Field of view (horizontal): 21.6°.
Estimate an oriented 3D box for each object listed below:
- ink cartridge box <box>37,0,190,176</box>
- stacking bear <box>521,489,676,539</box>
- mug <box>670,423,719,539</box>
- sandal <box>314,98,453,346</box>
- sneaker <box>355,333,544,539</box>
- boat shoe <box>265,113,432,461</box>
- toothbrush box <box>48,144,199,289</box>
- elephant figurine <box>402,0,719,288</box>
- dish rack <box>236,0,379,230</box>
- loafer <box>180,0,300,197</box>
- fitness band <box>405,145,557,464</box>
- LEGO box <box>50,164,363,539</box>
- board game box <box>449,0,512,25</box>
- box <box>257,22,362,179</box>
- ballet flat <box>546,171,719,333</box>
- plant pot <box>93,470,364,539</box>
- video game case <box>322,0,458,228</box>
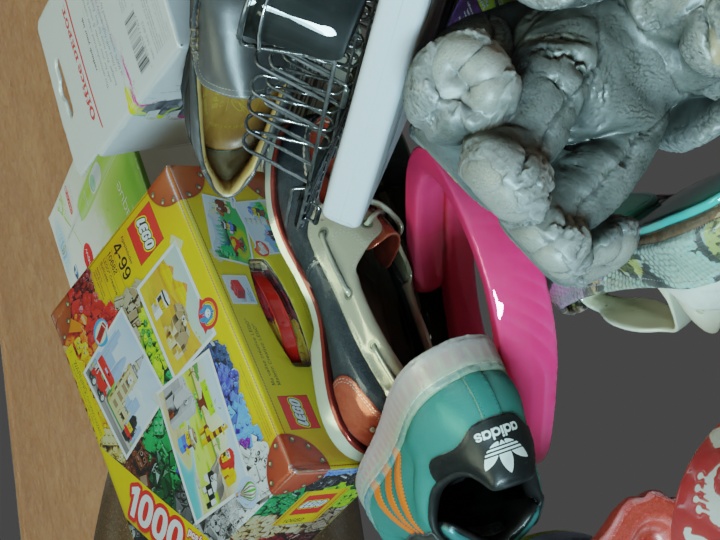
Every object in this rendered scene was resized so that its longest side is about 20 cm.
[{"bbox_3d":[-0.128,-0.147,1.141,0.200,0.067,0.116,-38,66,59],"label":"ink cartridge box"},{"bbox_3d":[0.090,0.183,0.972,0.115,0.121,0.200,67,161,-2],"label":"stacking bear"},{"bbox_3d":[0.228,0.103,0.700,0.134,0.178,0.200,49,167,-23],"label":"mug"},{"bbox_3d":[0.013,-0.001,1.102,0.057,0.079,0.203,116,145,-74],"label":"sandal"},{"bbox_3d":[0.045,0.112,0.932,0.201,0.071,0.080,95,153,-61],"label":"sneaker"},{"bbox_3d":[0.000,0.000,1.018,0.062,0.071,0.202,-32,60,38],"label":"boat shoe"},{"bbox_3d":[-0.149,-0.030,1.374,0.200,0.085,0.147,-54,52,56],"label":"toothbrush box"},{"bbox_3d":[0.120,-0.098,0.785,0.155,0.200,0.141,47,-178,22],"label":"elephant figurine"},{"bbox_3d":[-0.012,-0.119,0.893,0.200,0.054,0.154,106,-173,-62],"label":"dish rack"},{"bbox_3d":[-0.056,-0.118,0.976,0.201,0.072,0.073,99,169,-57],"label":"loafer"},{"bbox_3d":[0.063,0.019,0.978,0.201,0.037,0.144,85,165,-53],"label":"fitness band"},{"bbox_3d":[-0.084,0.066,1.081,0.149,0.077,0.201,-47,56,36],"label":"LEGO box"},{"bbox_3d":[0.054,-0.174,1.003,0.120,0.032,0.202,-50,54,50],"label":"board game box"},{"bbox_3d":[-0.042,-0.115,1.149,0.068,0.081,0.202,-7,94,62],"label":"box"},{"bbox_3d":[0.140,-0.006,0.866,0.072,0.069,0.200,64,158,-8],"label":"ballet flat"},{"bbox_3d":[-0.082,0.117,1.226,0.186,0.185,0.202,-15,71,62],"label":"plant pot"},{"bbox_3d":[0.036,-0.144,0.845,0.201,0.023,0.183,107,-174,-55],"label":"video game case"}]
